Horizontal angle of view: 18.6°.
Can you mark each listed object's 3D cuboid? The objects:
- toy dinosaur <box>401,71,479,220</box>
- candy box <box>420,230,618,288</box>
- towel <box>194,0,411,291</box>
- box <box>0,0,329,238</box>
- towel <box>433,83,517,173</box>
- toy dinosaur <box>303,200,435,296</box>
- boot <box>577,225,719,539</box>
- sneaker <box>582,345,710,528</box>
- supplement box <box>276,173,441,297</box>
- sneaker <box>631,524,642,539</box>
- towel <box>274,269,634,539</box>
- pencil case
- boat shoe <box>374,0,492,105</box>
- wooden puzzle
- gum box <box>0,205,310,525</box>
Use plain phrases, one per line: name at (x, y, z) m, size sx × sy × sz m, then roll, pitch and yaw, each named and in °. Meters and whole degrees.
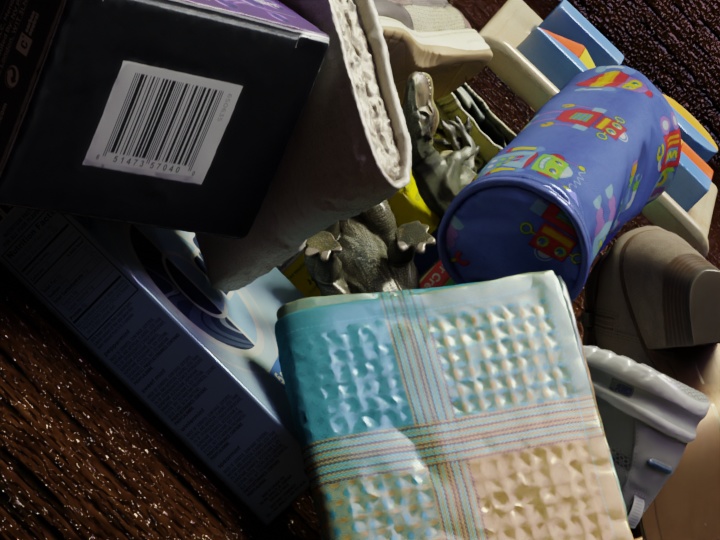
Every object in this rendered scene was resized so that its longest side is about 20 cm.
toy dinosaur at (0.069, -0.033, 1.187) m, size 0.200 × 0.047 × 0.088 m, roll 54°, pitch 28°, yaw -24°
candy box at (0.087, -0.009, 1.344) m, size 0.077 × 0.169 × 0.200 m, roll 40°, pitch 15°, yaw -2°
towel at (-0.046, -0.103, 1.023) m, size 0.034 × 0.132 × 0.201 m, roll 2°, pitch 66°, yaw -42°
box at (-0.138, -0.110, 0.985) m, size 0.148 × 0.105 × 0.200 m, roll 7°, pitch 24°, yaw -45°
towel at (-0.021, -0.099, 1.312) m, size 0.193 × 0.200 × 0.035 m, roll 47°, pitch 55°, yaw -4°
toy dinosaur at (0.000, 0.000, 1.099) m, size 0.200 × 0.077 × 0.103 m, roll -120°, pitch -160°, yaw -45°
boot at (0.157, 0.077, 1.159) m, size 0.070 × 0.201 × 0.146 m, roll 5°, pitch -3°, yaw -14°
sneaker at (0.083, 0.074, 1.101) m, size 0.075 × 0.082 × 0.200 m, roll 28°, pitch -8°, yaw -31°
supplement box at (-0.050, -0.062, 1.228) m, size 0.200 × 0.109 × 0.109 m, roll 45°, pitch 16°, yaw -7°
sneaker at (0.086, 0.109, 1.208) m, size 0.200 × 0.085 × 0.073 m, roll 35°, pitch 21°, yaw -31°
towel at (0.048, 0.098, 0.983) m, size 0.146 × 0.022 × 0.201 m, roll -5°, pitch 64°, yaw -18°
pencil case at (0.107, -0.041, 1.135) m, size 0.078 × 0.087 × 0.200 m, roll 23°, pitch 28°, yaw 14°
boat shoe at (0.000, -0.125, 1.150) m, size 0.200 × 0.072 × 0.065 m, roll -7°, pitch 61°, yaw -58°
wooden puzzle at (0.155, -0.100, 1.347) m, size 0.185 × 0.046 × 0.200 m, roll 43°, pitch 15°, yaw -2°
gum box at (-0.089, 0.012, 1.060) m, size 0.200 × 0.045 × 0.170 m, roll 46°, pitch 15°, yaw -6°
